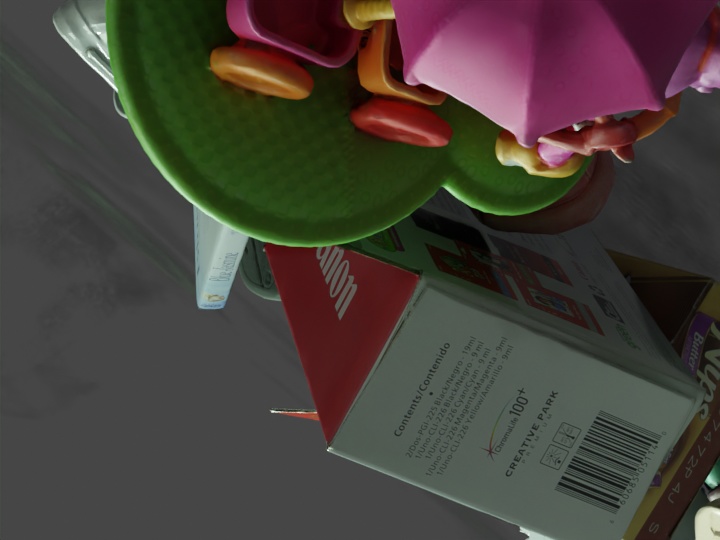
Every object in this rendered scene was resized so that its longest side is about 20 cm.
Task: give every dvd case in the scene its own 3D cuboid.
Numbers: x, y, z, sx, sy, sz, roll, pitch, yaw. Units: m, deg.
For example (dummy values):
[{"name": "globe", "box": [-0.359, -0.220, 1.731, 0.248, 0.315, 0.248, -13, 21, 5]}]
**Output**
[{"name": "dvd case", "box": [-0.071, -0.071, 1.105, 0.017, 0.144, 0.200, -2, 167, -8]}]

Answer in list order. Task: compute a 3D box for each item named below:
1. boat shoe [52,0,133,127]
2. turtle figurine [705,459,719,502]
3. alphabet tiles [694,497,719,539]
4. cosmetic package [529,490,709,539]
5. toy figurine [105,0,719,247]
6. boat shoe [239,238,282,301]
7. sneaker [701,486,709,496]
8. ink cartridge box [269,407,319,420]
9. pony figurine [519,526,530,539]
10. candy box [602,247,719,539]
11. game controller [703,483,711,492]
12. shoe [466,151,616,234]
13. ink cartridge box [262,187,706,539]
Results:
[{"name": "boat shoe", "box": [-0.112, -0.109, 1.274, 0.200, 0.065, 0.074, 52, -165, -51]}, {"name": "turtle figurine", "box": [0.222, 0.148, 1.059, 0.201, 0.101, 0.150, 53, 138, 1]}, {"name": "alphabet tiles", "box": [0.237, 0.165, 0.975, 0.199, 0.015, 0.197, 13, 120, 39]}, {"name": "cosmetic package", "box": [0.156, 0.192, 1.244, 0.151, 0.051, 0.201, 47, 149, 43]}, {"name": "toy figurine", "box": [0.048, -0.071, 0.672, 0.199, 0.151, 0.184, 20, 173, -30]}, {"name": "boat shoe", "box": [-0.001, 0.001, 1.190, 0.064, 0.075, 0.202, 2, -171, -28]}, {"name": "sneaker", "box": [0.202, 0.198, 1.347, 0.075, 0.079, 0.200, -29, 110, 35]}, {"name": "ink cartridge box", "box": [0.058, 0.112, 1.379, 0.172, 0.044, 0.200, -3, 172, 20]}, {"name": "pony figurine", "box": [0.171, 0.259, 1.443, 0.192, 0.168, 0.199, 31, -168, 31]}, {"name": "candy box", "box": [0.103, 0.051, 1.028, 0.056, 0.117, 0.200, 35, 174, -23]}, {"name": "game controller", "box": [0.235, 0.137, 1.217, 0.200, 0.042, 0.104, 46, -175, -30]}, {"name": "shoe", "box": [0.021, -0.072, 0.911, 0.200, 0.072, 0.091, 24, 160, 53]}, {"name": "ink cartridge box", "box": [0.025, 0.011, 0.922, 0.175, 0.084, 0.200, 23, -163, -18]}]
